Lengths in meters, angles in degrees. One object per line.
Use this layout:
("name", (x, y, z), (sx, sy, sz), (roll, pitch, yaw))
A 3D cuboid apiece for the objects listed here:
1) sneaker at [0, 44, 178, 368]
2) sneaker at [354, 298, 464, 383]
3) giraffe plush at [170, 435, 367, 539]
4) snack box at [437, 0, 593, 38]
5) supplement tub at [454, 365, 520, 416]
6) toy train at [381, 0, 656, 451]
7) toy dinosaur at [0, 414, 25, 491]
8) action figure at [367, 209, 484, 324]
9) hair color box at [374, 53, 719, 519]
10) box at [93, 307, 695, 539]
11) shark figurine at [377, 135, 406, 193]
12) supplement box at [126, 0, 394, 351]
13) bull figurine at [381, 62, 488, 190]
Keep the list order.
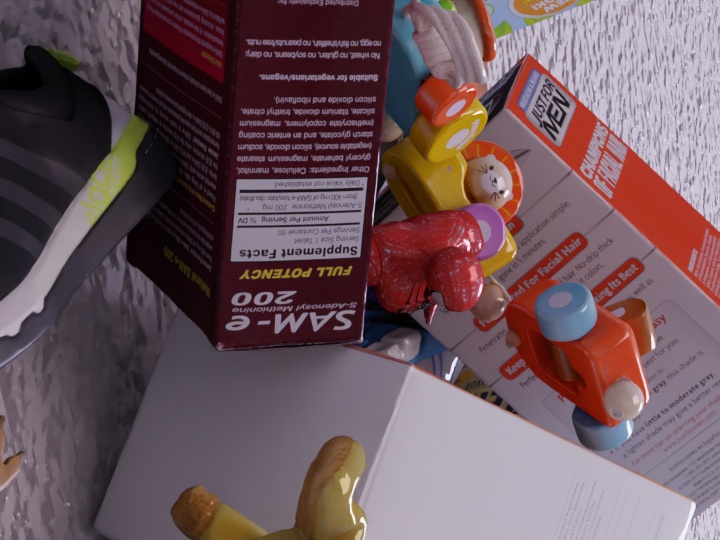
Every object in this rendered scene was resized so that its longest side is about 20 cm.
("sneaker", (-0.133, -0.012, 0.708), (0.083, 0.072, 0.200), (47, 32, -9))
("sneaker", (0.001, 0.069, 1.002), (0.200, 0.075, 0.087), (-37, 125, -56))
("giraffe plush", (-0.050, 0.130, 0.609), (0.200, 0.162, 0.173), (-21, 80, -26))
("snack box", (0.008, -0.156, 0.962), (0.200, 0.142, 0.053), (40, 35, -61))
("supplement tub", (0.079, 0.141, 1.060), (0.200, 0.144, 0.145), (-72, 148, -48))
("toy train", (0.058, -0.035, 0.838), (0.056, 0.150, 0.200), (-33, 121, -16))
("toy dinosaur", (-0.152, 0.053, 0.588), (0.060, 0.106, 0.201), (59, 25, -49))
("action figure", (0.000, 0.000, 0.854), (0.200, 0.065, 0.052), (179, -98, -69))
("hair color box", (0.106, 0.014, 0.982), (0.200, 0.111, 0.064), (42, 32, -10))
("box", (0.018, 0.096, 0.852), (0.200, 0.124, 0.098), (27, 81, -47))
("shark figurine", (-0.005, -0.086, 0.921), (0.090, 0.128, 0.215), (45, -12, 38))
("supplement box", (-0.035, -0.083, 0.770), (0.109, 0.061, 0.201), (-142, -126, -60))
("bull figurine", (0.039, -0.109, 1.144), (0.121, 0.065, 0.201), (47, 44, -62))
